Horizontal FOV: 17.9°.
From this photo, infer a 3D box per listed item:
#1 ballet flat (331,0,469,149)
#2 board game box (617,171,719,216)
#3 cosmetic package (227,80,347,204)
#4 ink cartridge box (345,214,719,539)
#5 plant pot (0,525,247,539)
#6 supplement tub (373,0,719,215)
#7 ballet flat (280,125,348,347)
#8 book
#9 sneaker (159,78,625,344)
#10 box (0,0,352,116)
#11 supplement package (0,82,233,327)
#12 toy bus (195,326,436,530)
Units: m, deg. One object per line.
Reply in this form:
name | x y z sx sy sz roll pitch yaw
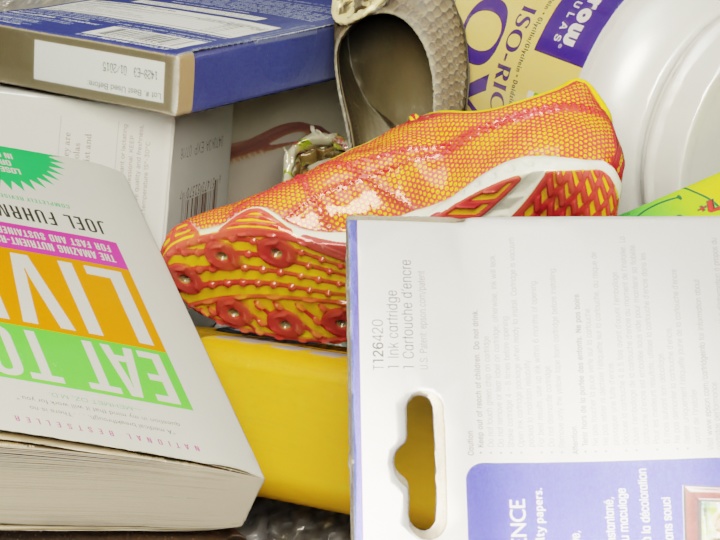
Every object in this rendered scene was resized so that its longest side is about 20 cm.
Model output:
ballet flat | 0.015 -0.059 1.002 0.067 0.046 0.201 -27 62 41
board game box | 0.189 -0.001 0.946 0.199 0.102 0.048 -24 38 -7
cosmetic package | -0.092 -0.086 1.186 0.199 0.088 0.104 -20 36 0
ink cartridge box | 0.095 0.075 0.836 0.199 0.047 0.199 -1 67 1
plant pot | -0.149 0.116 0.901 0.199 0.188 0.187 16 47 19
supplement tub | 0.114 -0.084 1.046 0.145 0.146 0.200 -38 40 -24
ballet flat | 0.000 0.000 1.058 0.075 0.064 0.200 -23 37 -8
book | -0.128 0.019 0.883 0.133 0.048 0.200 9 32 -31
sneaker | 0.014 -0.023 0.938 0.199 0.073 0.077 -12 39 14
box | -0.076 -0.107 1.063 0.121 0.033 0.200 12 19 29
supplement package | -0.171 -0.033 1.063 0.199 0.118 0.117 7 10 9
toy bus | -0.008 0.066 0.949 0.199 0.065 0.078 8 3 31
